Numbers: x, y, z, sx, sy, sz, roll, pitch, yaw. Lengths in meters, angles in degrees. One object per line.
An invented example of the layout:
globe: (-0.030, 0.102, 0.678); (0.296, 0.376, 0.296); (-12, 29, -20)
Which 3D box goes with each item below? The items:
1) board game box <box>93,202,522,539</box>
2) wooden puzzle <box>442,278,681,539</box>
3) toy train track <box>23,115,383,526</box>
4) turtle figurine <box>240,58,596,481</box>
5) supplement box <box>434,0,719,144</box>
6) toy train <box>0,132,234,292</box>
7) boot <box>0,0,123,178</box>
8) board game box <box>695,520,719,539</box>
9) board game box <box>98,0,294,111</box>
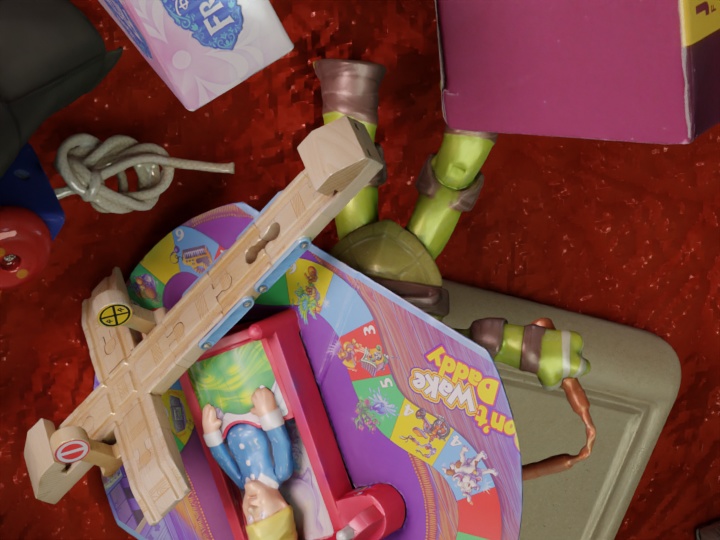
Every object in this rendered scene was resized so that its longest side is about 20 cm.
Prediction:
board game box: (-0.033, 0.073, 0.860); (0.039, 0.199, 0.159); (-22, 138, -57)
wooden puzzle: (0.033, 0.104, 0.995); (0.184, 0.037, 0.201); (14, 102, -27)
toy train track: (-0.070, 0.015, 0.839); (0.032, 0.115, 0.200); (23, 122, -41)
turtle figurine: (0.000, 0.000, 0.886); (0.198, 0.064, 0.163); (8, 91, 17)
supplement box: (0.114, -0.138, 0.815); (0.200, 0.103, 0.132); (-33, 122, -49)
toy train: (-0.151, 0.003, 0.847); (0.199, 0.085, 0.116); (3, 127, -31)
boot: (-0.193, -0.096, 0.787); (0.200, 0.138, 0.078); (40, 126, 2)
board game box: (0.280, 0.148, 1.053); (0.199, 0.148, 0.065); (-16, 118, -15)
board game box: (-0.109, -0.171, 0.707); (0.041, 0.200, 0.200); (-32, 121, -5)
